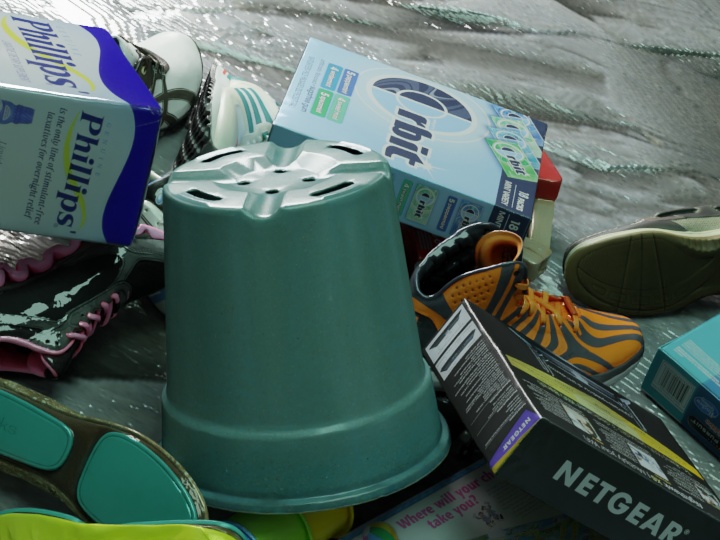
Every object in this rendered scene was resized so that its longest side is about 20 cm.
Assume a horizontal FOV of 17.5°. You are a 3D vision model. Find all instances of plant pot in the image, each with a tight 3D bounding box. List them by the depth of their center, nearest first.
[{"bbox_3d":[-0.047,0.028,1.532,0.199,0.197,0.200,-5,19,2],"label":"plant pot"}]

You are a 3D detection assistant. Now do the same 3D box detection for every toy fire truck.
[{"bbox_3d":[0.094,-0.022,1.793,0.140,0.049,0.200,6,38,-13],"label":"toy fire truck"}]

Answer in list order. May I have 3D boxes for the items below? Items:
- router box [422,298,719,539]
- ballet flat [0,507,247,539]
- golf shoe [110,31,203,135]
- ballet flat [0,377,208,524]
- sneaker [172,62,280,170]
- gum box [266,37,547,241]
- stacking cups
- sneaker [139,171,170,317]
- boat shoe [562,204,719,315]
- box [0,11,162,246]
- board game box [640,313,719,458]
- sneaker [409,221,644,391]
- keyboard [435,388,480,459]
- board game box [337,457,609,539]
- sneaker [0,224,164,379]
[{"bbox_3d":[0.150,0.117,1.581,0.200,0.052,0.157,31,15,-29],"label":"router box"},{"bbox_3d":[-0.160,0.184,1.425,0.199,0.067,0.067,-1,51,28],"label":"ballet flat"},{"bbox_3d":[-0.175,-0.148,1.803,0.078,0.095,0.200,28,40,11],"label":"golf shoe"},{"bbox_3d":[-0.172,0.127,1.518,0.200,0.071,0.065,30,-2,21],"label":"ballet flat"},{"bbox_3d":[-0.084,-0.100,1.771,0.093,0.071,0.200,23,15,-8],"label":"sneaker"},{"bbox_3d":[0.036,-0.093,1.756,0.199,0.045,0.170,19,28,-2],"label":"gum box"},{"bbox_3d":[-0.089,0.189,1.496,0.060,0.061,0.200,39,44,21],"label":"stacking cups"},{"bbox_3d":[-0.133,-0.020,1.698,0.200,0.073,0.072,41,44,21],"label":"sneaker"},{"bbox_3d":[0.247,-0.012,1.846,0.199,0.073,0.065,-4,24,-17],"label":"boat shoe"},{"bbox_3d":[-0.257,-0.108,1.605,0.199,0.105,0.184,8,21,-23],"label":"box"},{"bbox_3d":[0.334,0.086,1.783,0.200,0.047,0.151,-25,58,-39],"label":"board game box"},{"bbox_3d":[0.122,0.027,1.670,0.199,0.112,0.078,-3,33,-24],"label":"sneaker"},{"bbox_3d":[0.063,0.101,1.677,0.104,0.040,0.200,23,33,19],"label":"keyboard"},{"bbox_3d":[0.095,0.196,1.581,0.200,0.034,0.134,-24,58,-39],"label":"board game box"},{"bbox_3d":[-0.208,0.032,1.613,0.199,0.079,0.096,-17,59,-20],"label":"sneaker"}]
